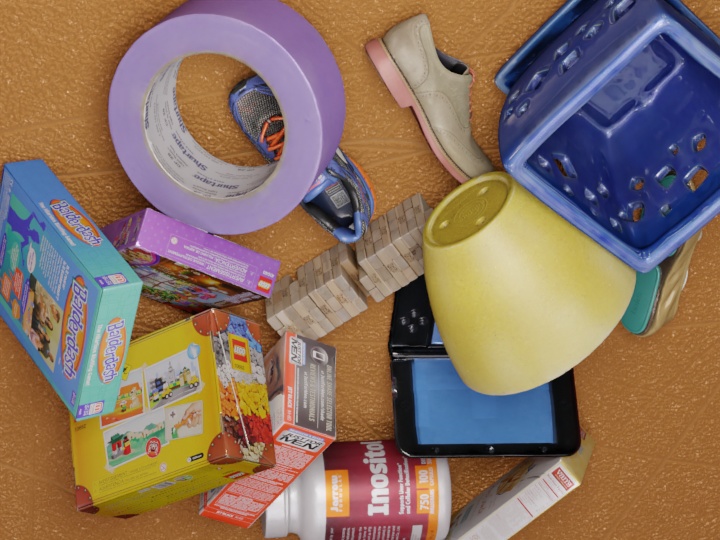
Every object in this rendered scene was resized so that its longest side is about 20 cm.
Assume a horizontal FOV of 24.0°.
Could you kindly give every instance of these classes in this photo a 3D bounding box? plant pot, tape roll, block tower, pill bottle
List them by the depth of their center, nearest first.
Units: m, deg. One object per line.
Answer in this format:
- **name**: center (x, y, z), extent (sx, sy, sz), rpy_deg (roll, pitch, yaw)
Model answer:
- **tape roll**: center (-0.117, -0.140, 1.504), extent (0.198, 0.085, 0.202), rpy_deg (6, 115, 13)
- **plant pot**: center (0.245, -0.154, 1.539), extent (0.199, 0.181, 0.200), rpy_deg (34, 115, -28)
- **plant pot**: center (0.136, -0.006, 1.580), extent (0.199, 0.201, 0.142), rpy_deg (-32, 117, 14)
- **block tower**: center (0.000, 0.000, 1.689), extent (0.199, 0.058, 0.054), rpy_deg (-30, 125, 15)
- **pill bottle**: center (-0.007, 0.241, 1.823), extent (0.197, 0.113, 0.114), rpy_deg (-2, 126, -8)

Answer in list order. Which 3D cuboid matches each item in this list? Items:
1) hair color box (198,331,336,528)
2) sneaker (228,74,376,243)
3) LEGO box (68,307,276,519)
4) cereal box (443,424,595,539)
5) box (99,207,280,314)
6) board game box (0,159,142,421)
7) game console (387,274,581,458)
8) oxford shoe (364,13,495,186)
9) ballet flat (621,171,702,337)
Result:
- **hair color box**: center (-0.096, 0.165, 1.723), extent (0.063, 0.112, 0.200), rpy_deg (19, 137, -23)
- **sneaker**: center (-0.048, -0.104, 1.587), extent (0.075, 0.079, 0.200), rpy_deg (-37, 117, 15)
- **LEGO box**: center (-0.190, 0.143, 1.660), extent (0.199, 0.151, 0.077), rpy_deg (-21, 155, 30)
- **cereal box**: center (0.163, 0.252, 1.844), extent (0.200, 0.144, 0.040), rpy_deg (-41, 90, 18)
- **box**: center (-0.176, -0.005, 1.587), extent (0.136, 0.200, 0.040), rpy_deg (22, 75, -22)
- **board game box**: center (-0.279, 0.016, 1.568), extent (0.045, 0.200, 0.153), rpy_deg (-11, 133, -37)
- **game console**: center (0.134, 0.088, 1.733), extent (0.197, 0.119, 0.174), rpy_deg (0, 126, -10)
- **oxford shoe**: center (0.085, -0.152, 1.585), extent (0.074, 0.071, 0.200), rpy_deg (-34, 126, 7)
- **ballet flat**: center (0.314, -0.023, 1.729), extent (0.063, 0.069, 0.202), rpy_deg (-16, 135, -33)
